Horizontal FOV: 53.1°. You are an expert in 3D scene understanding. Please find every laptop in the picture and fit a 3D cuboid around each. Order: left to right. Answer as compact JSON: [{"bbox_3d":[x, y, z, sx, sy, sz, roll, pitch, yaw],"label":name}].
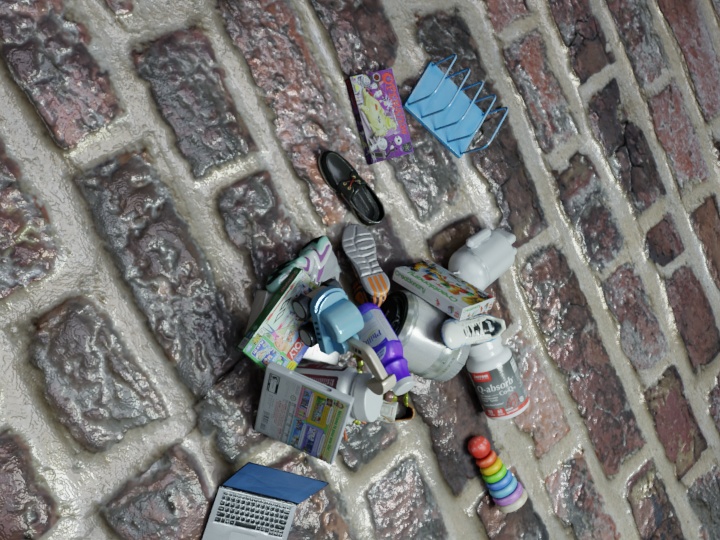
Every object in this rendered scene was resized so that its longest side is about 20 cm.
[{"bbox_3d":[-0.196,0.496,1.464,0.187,0.116,0.201,23,78,-26],"label":"laptop"}]

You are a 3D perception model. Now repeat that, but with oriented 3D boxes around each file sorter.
[{"bbox_3d":[0.232,-0.390,1.713,0.200,0.123,0.139,38,73,-23],"label":"file sorter"}]

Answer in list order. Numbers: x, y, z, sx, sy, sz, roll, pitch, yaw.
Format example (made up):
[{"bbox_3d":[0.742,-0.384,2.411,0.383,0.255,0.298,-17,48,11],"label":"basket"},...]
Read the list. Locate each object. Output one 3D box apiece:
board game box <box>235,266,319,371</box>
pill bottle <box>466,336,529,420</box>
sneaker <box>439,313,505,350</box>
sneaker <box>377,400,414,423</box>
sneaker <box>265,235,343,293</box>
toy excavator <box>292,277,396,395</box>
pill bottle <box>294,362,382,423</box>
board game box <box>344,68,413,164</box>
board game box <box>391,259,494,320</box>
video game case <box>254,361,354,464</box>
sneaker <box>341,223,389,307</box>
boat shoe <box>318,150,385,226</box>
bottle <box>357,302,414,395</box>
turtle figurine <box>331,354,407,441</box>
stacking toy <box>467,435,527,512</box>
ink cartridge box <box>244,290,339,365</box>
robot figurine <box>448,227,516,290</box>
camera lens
[{"bbox_3d":[-0.144,0.112,1.450,0.200,0.029,0.135,-55,129,-16],"label":"board game box"},{"bbox_3d":[0.326,0.252,1.757,0.116,0.116,0.201,-29,102,-26],"label":"pill bottle"},{"bbox_3d":[0.243,0.128,1.570,0.200,0.072,0.072,-6,75,-47],"label":"sneaker"},{"bbox_3d":[0.033,0.298,1.613,0.199,0.085,0.073,12,85,-25],"label":"sneaker"},{"bbox_3d":[-0.101,0.028,1.523,0.200,0.078,0.140,-42,106,-40],"label":"sneaker"},{"bbox_3d":[-0.025,0.133,1.405,0.100,0.200,0.195,-29,121,-31],"label":"toy excavator"},{"bbox_3d":[-0.063,0.253,1.482,0.114,0.199,0.115,2,90,-66],"label":"pill bottle"},{"bbox_3d":[0.045,-0.355,1.664,0.120,0.032,0.201,-21,99,-32],"label":"board game box"},{"bbox_3d":[0.185,0.041,1.627,0.126,0.200,0.035,-15,127,-46],"label":"board game box"},{"bbox_3d":[-0.117,0.288,1.443,0.181,0.201,0.022,22,38,8],"label":"video game case"},{"bbox_3d":[0.000,0.000,1.607,0.077,0.112,0.201,-9,60,-16],"label":"sneaker"},{"bbox_3d":[-0.016,-0.186,1.608,0.074,0.063,0.202,-43,107,-20],"label":"boat shoe"},{"bbox_3d":[0.044,0.164,1.501,0.065,0.084,0.200,15,38,-53],"label":"bottle"},{"bbox_3d":[0.022,0.266,1.562,0.160,0.064,0.201,-3,75,5],"label":"turtle figurine"},{"bbox_3d":[0.331,0.493,1.781,0.085,0.085,0.201,-34,100,-25],"label":"stacking toy"},{"bbox_3d":[-0.135,0.124,1.532,0.199,0.067,0.118,19,79,-26],"label":"ink cartridge box"},{"bbox_3d":[0.292,-0.022,1.744,0.200,0.113,0.170,-36,129,-25],"label":"robot figurine"},{"bbox_3d":[0.128,0.148,1.624,0.199,0.160,0.161,28,76,-26],"label":"camera lens"}]
